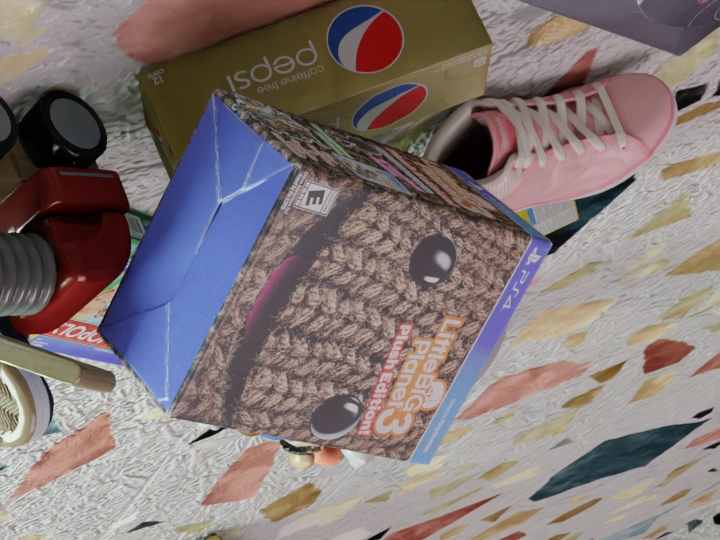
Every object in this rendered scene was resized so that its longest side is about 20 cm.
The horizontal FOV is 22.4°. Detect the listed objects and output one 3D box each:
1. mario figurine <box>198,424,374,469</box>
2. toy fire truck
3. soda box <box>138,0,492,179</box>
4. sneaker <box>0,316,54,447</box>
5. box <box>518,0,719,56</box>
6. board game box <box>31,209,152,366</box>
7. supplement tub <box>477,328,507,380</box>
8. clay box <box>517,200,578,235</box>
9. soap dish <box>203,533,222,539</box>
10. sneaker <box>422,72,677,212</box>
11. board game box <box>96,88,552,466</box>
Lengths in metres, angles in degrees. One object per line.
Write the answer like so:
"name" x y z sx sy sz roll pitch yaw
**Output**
"mario figurine" -0.066 0.139 1.581 0.106 0.124 0.200 -45 151 16
"toy fire truck" -0.185 -0.001 0.959 0.129 0.200 0.176 -37 157 33
"soda box" -0.026 -0.110 1.071 0.200 0.064 0.068 -22 160 -10
"sneaker" -0.213 0.034 1.074 0.108 0.200 0.070 -12 121 -41
"box" 0.152 -0.206 0.959 0.132 0.115 0.200 -35 158 29
"board game box" -0.165 0.016 1.279 0.134 0.029 0.200 -32 159 18
"supplement tub" 0.000 0.000 1.221 0.145 0.145 0.200 -30 144 15
"clay box" 0.065 -0.034 1.392 0.200 0.048 0.115 -24 158 2
"soap dish" -0.193 0.374 2.076 0.157 0.081 0.200 -24 161 -2
"sneaker" 0.131 -0.091 1.281 0.200 0.075 0.105 -22 164 2
"board game box" -0.019 0.009 1.036 0.200 0.097 0.160 14 110 -41
